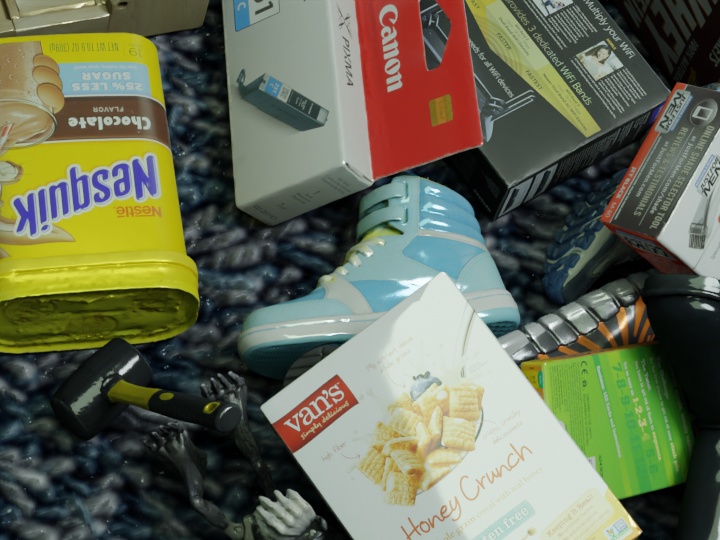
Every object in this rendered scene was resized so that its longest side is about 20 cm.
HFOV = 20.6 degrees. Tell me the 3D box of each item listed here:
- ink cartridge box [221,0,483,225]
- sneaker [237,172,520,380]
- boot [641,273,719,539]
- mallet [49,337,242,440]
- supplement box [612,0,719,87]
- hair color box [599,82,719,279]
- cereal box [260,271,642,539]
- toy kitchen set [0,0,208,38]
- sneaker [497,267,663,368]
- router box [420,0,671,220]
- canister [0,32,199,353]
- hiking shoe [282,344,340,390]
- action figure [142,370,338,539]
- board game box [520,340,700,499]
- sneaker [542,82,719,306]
[{"bbox_3d":[-0.011,-0.152,1.377,0.175,0.045,0.201,-20,61,27],"label":"ink cartridge box"},{"bbox_3d":[0.000,0.000,1.342,0.199,0.080,0.131,-6,67,-24],"label":"sneaker"},{"bbox_3d":[0.234,0.112,1.271,0.076,0.200,0.169,-2,63,39],"label":"boot"},{"bbox_3d":[-0.135,0.087,1.222,0.066,0.200,0.041,-42,113,-15],"label":"mallet"},{"bbox_3d":[0.303,-0.241,1.484,0.196,0.133,0.201,-25,71,-20],"label":"supplement box"},{"bbox_3d":[0.263,-0.026,1.333,0.200,0.064,0.111,36,81,-37],"label":"hair color box"},{"bbox_3d":[0.053,0.121,1.191,0.144,0.040,0.200,-36,77,-6],"label":"cereal box"},{"bbox_3d":[-0.215,-0.266,1.374,0.199,0.181,0.164,-14,66,-21],"label":"toy kitchen set"},{"bbox_3d":[0.160,0.077,1.343,0.199,0.078,0.113,-25,82,-20],"label":"sneaker"},{"bbox_3d":[0.106,-0.157,1.452,0.157,0.052,0.200,-28,72,-22],"label":"router box"},{"bbox_3d":[-0.194,-0.056,1.329,0.147,0.087,0.201,-4,63,-13],"label":"canister"},{"bbox_3d":[0.028,0.137,1.262,0.075,0.101,0.201,-33,78,-1],"label":"hiking shoe"},{"bbox_3d":[-0.067,0.171,1.225,0.119,0.102,0.201,-36,67,13],"label":"action figure"},{"bbox_3d":[0.180,0.096,1.289,0.199,0.030,0.096,-6,93,-42],"label":"board game box"},{"bbox_3d":[0.213,-0.039,1.399,0.200,0.077,0.085,-45,100,-12],"label":"sneaker"}]
